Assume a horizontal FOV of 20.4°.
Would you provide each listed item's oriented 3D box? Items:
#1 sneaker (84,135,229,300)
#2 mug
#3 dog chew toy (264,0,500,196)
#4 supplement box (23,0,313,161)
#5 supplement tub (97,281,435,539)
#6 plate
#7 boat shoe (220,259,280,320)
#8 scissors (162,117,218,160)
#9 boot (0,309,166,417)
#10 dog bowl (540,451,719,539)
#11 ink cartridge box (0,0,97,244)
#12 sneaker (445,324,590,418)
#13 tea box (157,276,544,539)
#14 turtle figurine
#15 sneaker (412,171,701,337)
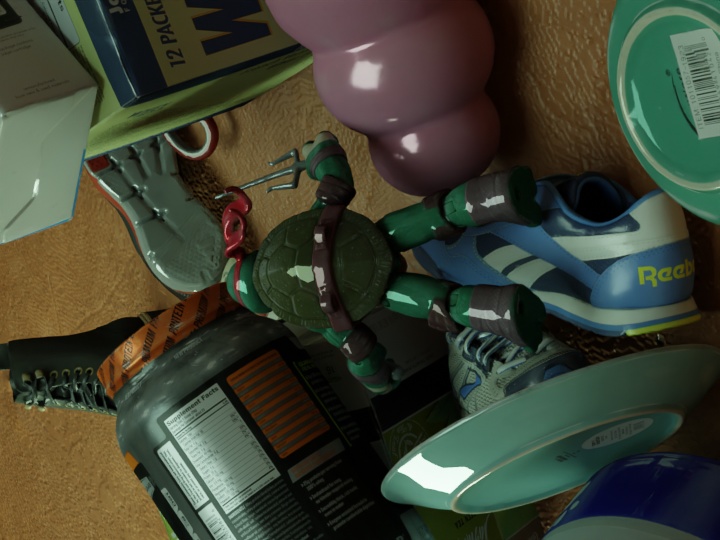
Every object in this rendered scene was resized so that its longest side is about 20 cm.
[{"bbox_3d":[-0.159,-0.057,1.469,0.082,0.077,0.201,99,149,-66],"label":"sneaker"},{"bbox_3d":[0.180,-0.105,0.945,0.185,0.114,0.152,44,139,30],"label":"mug"},{"bbox_3d":[0.021,-0.133,1.148,0.124,0.124,0.201,-2,115,54],"label":"dog chew toy"},{"bbox_3d":[-0.127,-0.166,1.249,0.200,0.199,0.135,-23,90,56],"label":"supplement box"},{"bbox_3d":[-0.057,0.114,1.148,0.200,0.122,0.123,55,144,8],"label":"supplement tub"},{"bbox_3d":[0.108,0.094,1.078,0.200,0.199,0.026,-48,56,53],"label":"plate"},{"bbox_3d":[-0.081,0.082,1.436,0.062,0.071,0.201,28,125,25],"label":"boat shoe"},{"bbox_3d":[-0.177,-0.137,1.429,0.199,0.014,0.073,21,113,21],"label":"scissors"},{"bbox_3d":[-0.191,0.094,1.479,0.200,0.138,0.078,-138,43,-68],"label":"boot"},{"bbox_3d":[0.185,0.198,1.085,0.199,0.079,0.201,25,140,22],"label":"dog bowl"},{"bbox_3d":[-0.244,-0.125,1.194,0.200,0.068,0.116,48,142,26],"label":"ink cartridge box"},{"bbox_3d":[0.081,0.055,1.152,0.200,0.077,0.086,144,103,-79],"label":"sneaker"},{"bbox_3d":[-0.018,0.129,1.285,0.199,0.133,0.198,-17,96,37],"label":"tea box"},{"bbox_3d":[0.000,0.000,1.104,0.199,0.101,0.150,-4,100,27],"label":"turtle figurine"},{"bbox_3d":[0.110,-0.021,1.131,0.200,0.074,0.083,13,113,44],"label":"sneaker"}]
